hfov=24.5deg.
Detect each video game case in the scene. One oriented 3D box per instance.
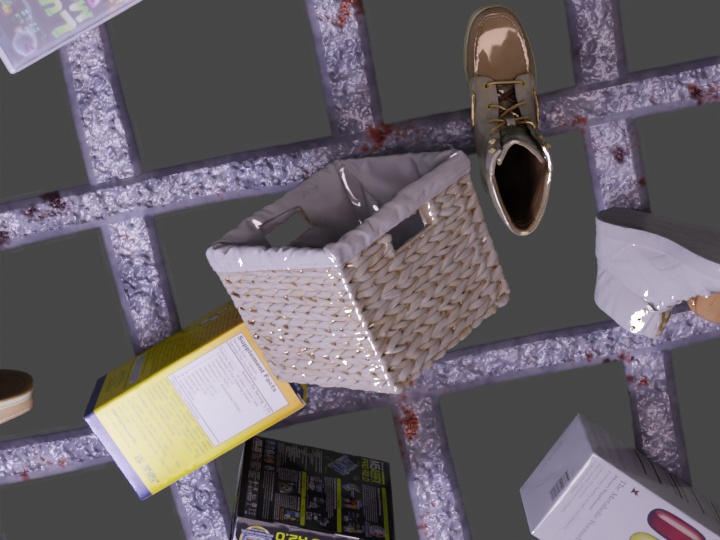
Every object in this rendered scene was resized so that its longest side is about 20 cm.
[{"bbox_3d":[-0.311,-0.319,1.592,0.181,0.023,0.201,-28,106,8],"label":"video game case"}]

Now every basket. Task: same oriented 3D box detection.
[{"bbox_3d":[0.000,0.000,1.574,0.198,0.199,0.162,-37,114,-35],"label":"basket"}]

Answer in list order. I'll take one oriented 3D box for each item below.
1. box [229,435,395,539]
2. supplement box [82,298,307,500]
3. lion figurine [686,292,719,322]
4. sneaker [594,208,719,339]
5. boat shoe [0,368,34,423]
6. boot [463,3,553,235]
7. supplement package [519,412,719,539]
[{"bbox_3d":[-0.048,0.238,1.675,0.159,0.200,0.045,12,107,-5],"label":"box"},{"bbox_3d":[-0.164,0.123,1.685,0.199,0.110,0.109,-30,106,9],"label":"supplement box"},{"bbox_3d":[0.402,0.033,1.697,0.199,0.073,0.123,18,114,8],"label":"lion figurine"},{"bbox_3d":[0.318,0.017,1.643,0.073,0.199,0.116,-19,119,-42],"label":"sneaker"},{"bbox_3d":[-0.425,0.158,1.718,0.198,0.074,0.067,-15,120,5],"label":"boat shoe"},{"bbox_3d":[0.142,-0.146,1.583,0.071,0.155,0.202,-5,107,1],"label":"boot"},{"bbox_3d":[0.283,0.261,1.735,0.199,0.110,0.114,33,104,-10],"label":"supplement package"}]
